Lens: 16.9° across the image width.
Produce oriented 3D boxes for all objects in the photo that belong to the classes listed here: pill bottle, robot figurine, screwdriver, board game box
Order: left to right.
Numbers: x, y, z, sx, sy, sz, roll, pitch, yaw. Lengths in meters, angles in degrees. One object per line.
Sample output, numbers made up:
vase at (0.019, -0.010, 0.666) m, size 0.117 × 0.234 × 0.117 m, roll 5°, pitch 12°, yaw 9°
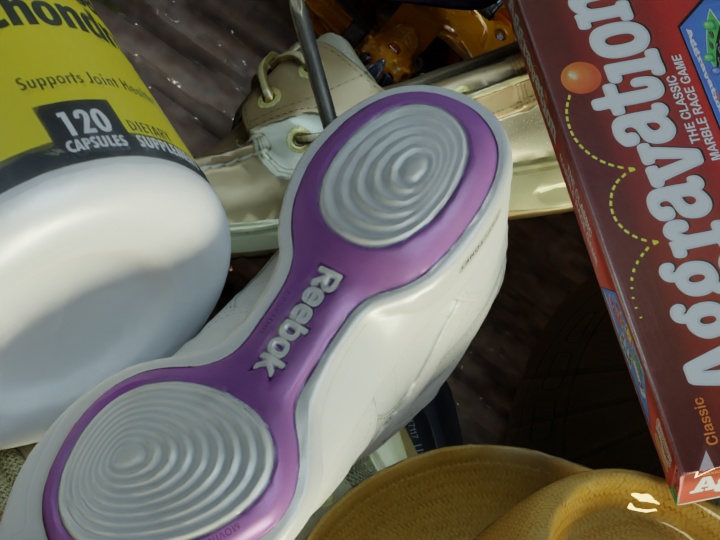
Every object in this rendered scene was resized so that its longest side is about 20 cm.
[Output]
pill bottle at (-0.129, -0.053, 0.716) m, size 0.111 × 0.112 × 0.200 m, roll -16°, pitch 56°, yaw -30°
screwdriver at (0.000, 0.000, 0.754) m, size 0.028 × 0.029 × 0.201 m, roll -52°, pitch 132°, yaw -44°
robot figurine at (0.053, -0.124, 0.887) m, size 0.145 × 0.058 × 0.200 m, roll 42°, pitch 56°, yaw -2°
board game box at (0.114, -0.029, 0.726) m, size 0.102 × 0.019 × 0.201 m, roll -11°, pitch 56°, yaw -6°

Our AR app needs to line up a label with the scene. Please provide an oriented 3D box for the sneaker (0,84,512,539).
sneaker at (-0.020, 0.045, 0.685) m, size 0.075 × 0.100 × 0.200 m, roll 36°, pitch 74°, yaw 24°

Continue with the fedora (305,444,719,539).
fedora at (0.070, 0.121, 0.664) m, size 0.199 × 0.082 × 0.202 m, roll 16°, pitch 49°, yaw -19°

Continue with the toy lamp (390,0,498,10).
toy lamp at (0.080, -0.124, 0.832) m, size 0.199 × 0.058 × 0.059 m, roll -12°, pitch 72°, yaw -33°

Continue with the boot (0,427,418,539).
boot at (-0.034, 0.119, 0.721) m, size 0.155 × 0.073 × 0.201 m, roll -21°, pitch 75°, yaw -32°

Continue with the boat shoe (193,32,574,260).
boat shoe at (-0.007, -0.044, 0.788) m, size 0.199 × 0.074 × 0.067 m, roll -9°, pitch 97°, yaw -14°

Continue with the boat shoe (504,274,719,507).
boat shoe at (0.091, 0.095, 0.804) m, size 0.064 × 0.071 × 0.201 m, roll 40°, pitch 47°, yaw -47°
